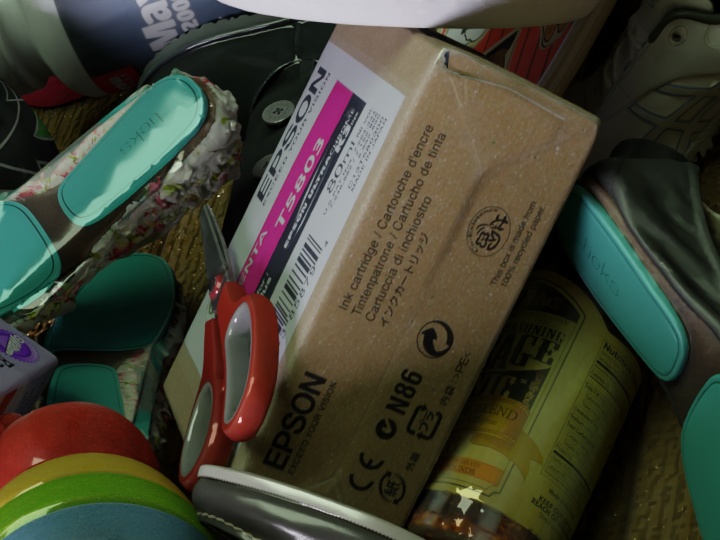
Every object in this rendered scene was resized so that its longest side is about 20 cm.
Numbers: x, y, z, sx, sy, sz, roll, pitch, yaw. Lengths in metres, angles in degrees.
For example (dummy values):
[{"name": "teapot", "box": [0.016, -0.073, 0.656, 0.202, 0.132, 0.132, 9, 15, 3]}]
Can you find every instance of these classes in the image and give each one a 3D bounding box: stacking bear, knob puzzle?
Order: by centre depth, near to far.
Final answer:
[{"name": "stacking bear", "box": [-0.103, 0.120, 0.689, 0.114, 0.121, 0.200, -64, 23, 17]}, {"name": "knob puzzle", "box": [0.061, -0.110, 0.860, 0.220, 0.030, 0.220, -51, 20, 26]}]

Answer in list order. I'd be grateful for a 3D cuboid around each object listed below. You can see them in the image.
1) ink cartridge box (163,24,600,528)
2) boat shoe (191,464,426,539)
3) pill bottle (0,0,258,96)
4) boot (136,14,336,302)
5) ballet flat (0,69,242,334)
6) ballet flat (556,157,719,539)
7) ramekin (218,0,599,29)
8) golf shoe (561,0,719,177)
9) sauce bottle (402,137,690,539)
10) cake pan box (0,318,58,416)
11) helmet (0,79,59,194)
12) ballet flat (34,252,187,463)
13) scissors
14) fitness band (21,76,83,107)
[{"name": "ink cartridge box", "box": [0.000, 0.000, 0.747, 0.201, 0.075, 0.165, -65, 19, 7]}, {"name": "boat shoe", "box": [0.025, 0.128, 0.631, 0.199, 0.067, 0.057, 23, 76, 8]}, {"name": "pill bottle", "box": [-0.132, -0.166, 1.044, 0.199, 0.120, 0.120, -16, 42, 10]}, {"name": "boot", "box": [-0.056, -0.044, 0.944, 0.164, 0.066, 0.201, -22, 46, 26]}, {"name": "ballet flat", "box": [-0.135, -0.014, 0.867, 0.199, 0.064, 0.076, -34, 59, 2]}, {"name": "ballet flat", "box": [0.139, 0.037, 0.671, 0.068, 0.068, 0.201, -13, 64, -16]}, {"name": "ramekin", "box": [0.019, -0.155, 0.748, 0.201, 0.095, 0.202, 2, 15, -1]}, {"name": "golf shoe", "box": [0.132, -0.093, 0.799, 0.199, 0.097, 0.079, -25, 42, 21]}, {"name": "sauce bottle", "box": [0.082, 0.036, 0.741, 0.066, 0.066, 0.201, 1, 53, 41]}, {"name": "cake pan box", "box": [-0.219, 0.123, 0.757, 0.201, 0.052, 0.184, -59, -7, 14]}, {"name": "helmet", "box": [-0.248, -0.031, 0.981, 0.190, 0.200, 0.201, 27, 68, 12]}, {"name": "ballet flat", "box": [-0.122, 0.064, 0.878, 0.075, 0.064, 0.200, 1, 29, 3]}, {"name": "scissors", "box": [-0.051, 0.009, 0.743, 0.201, 0.014, 0.073, -92, 26, -53]}, {"name": "fitness band", "box": [-0.154, -0.178, 1.174, 0.199, 0.037, 0.144, -20, 42, 26]}]
